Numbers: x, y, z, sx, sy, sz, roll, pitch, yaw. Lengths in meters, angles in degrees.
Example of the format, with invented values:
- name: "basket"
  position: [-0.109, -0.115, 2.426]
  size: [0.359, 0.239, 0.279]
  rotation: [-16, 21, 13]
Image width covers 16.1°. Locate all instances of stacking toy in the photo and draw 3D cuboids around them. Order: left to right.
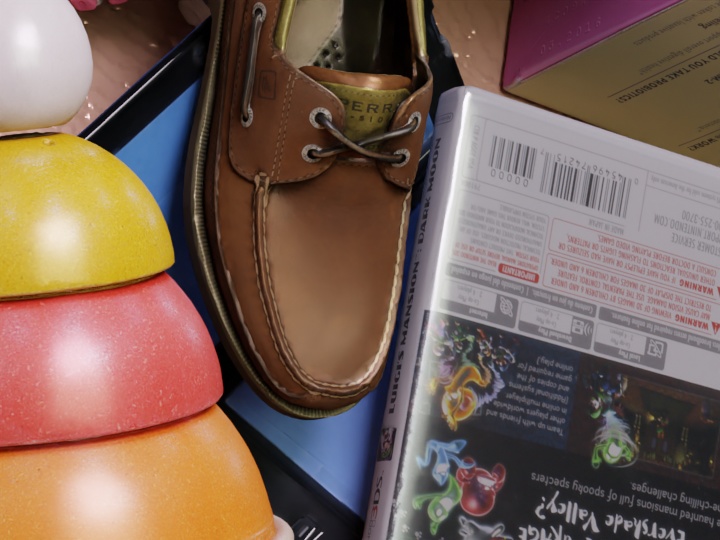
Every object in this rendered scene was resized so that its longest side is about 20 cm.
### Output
- name: "stacking toy"
  position: [-0.101, 0.009, 0.774]
  size: [0.145, 0.146, 0.201]
  rotation: [-9, 96, -31]

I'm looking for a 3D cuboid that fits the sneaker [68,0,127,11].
- name: "sneaker"
  position: [-0.063, -0.163, 0.903]
  size: [0.199, 0.075, 0.081]
  rotation: [-30, 126, 2]

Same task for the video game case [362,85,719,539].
- name: "video game case"
  position: [0.101, 0.048, 0.909]
  size: [0.199, 0.023, 0.183]
  rotation: [16, 77, -26]

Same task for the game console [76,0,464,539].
- name: "game console"
  position: [0.000, 0.000, 0.883]
  size: [0.170, 0.119, 0.200]
  rotation: [39, 66, 15]

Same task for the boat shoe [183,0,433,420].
- name: "boat shoe"
  position: [-0.014, -0.052, 0.832]
  size: [0.072, 0.068, 0.201]
  rotation: [-4, 87, -29]

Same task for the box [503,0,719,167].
- name: "box"
  position: [0.189, -0.105, 1.001]
  size: [0.199, 0.176, 0.097]
  rotation: [19, 69, -24]

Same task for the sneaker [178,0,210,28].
- name: "sneaker"
  position: [-0.002, -0.169, 0.963]
  size: [0.077, 0.080, 0.201]
  rotation: [28, 65, -21]
